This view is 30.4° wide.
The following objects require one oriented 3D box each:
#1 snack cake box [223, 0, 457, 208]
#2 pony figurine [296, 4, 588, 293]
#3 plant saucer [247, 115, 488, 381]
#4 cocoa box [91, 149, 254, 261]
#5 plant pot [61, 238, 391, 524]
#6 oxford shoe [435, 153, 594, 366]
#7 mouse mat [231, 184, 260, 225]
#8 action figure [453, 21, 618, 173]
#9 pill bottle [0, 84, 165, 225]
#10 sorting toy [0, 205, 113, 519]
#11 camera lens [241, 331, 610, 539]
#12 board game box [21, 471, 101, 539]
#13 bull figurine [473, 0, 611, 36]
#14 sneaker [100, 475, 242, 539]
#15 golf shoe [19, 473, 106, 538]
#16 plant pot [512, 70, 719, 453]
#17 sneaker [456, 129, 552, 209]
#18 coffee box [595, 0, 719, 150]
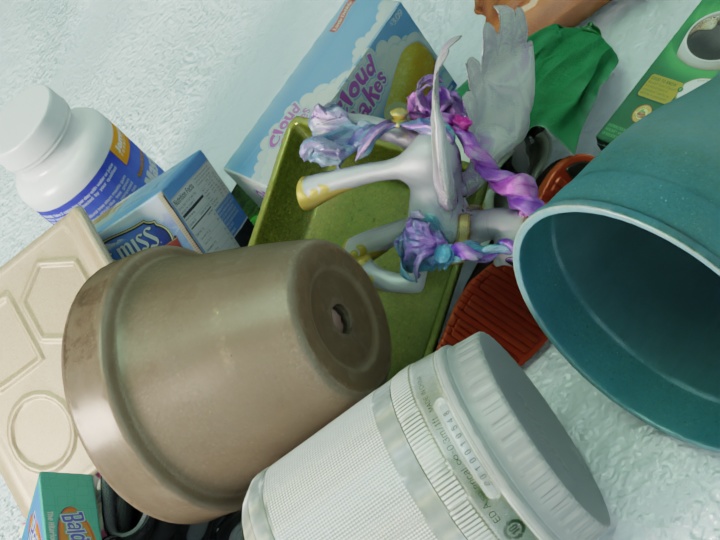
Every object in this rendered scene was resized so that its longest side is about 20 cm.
[{"bbox_3d":[-0.014,-0.126,1.153,0.067,0.115,0.201,22,73,43],"label":"snack cake box"},{"bbox_3d":[0.054,-0.070,0.907,0.198,0.196,0.166,1,21,32],"label":"pony figurine"},{"bbox_3d":[0.000,0.000,1.032,0.198,0.048,0.203,19,91,36],"label":"plant saucer"},{"bbox_3d":[-0.194,0.012,1.157,0.199,0.132,0.134,-31,13,18],"label":"cocoa box"},{"bbox_3d":[-0.078,0.058,0.918,0.173,0.200,0.202,-24,44,32],"label":"plant pot"},{"bbox_3d":[0.117,0.006,0.985,0.201,0.071,0.073,-54,11,-4],"label":"oxford shoe"},{"bbox_3d":[-0.045,-0.122,1.270,0.160,0.008,0.202,4,61,43],"label":"mouse mat"},{"bbox_3d":[0.148,-0.146,1.035,0.117,0.055,0.200,27,43,17],"label":"action figure"},{"bbox_3d":[-0.258,-0.085,1.273,0.111,0.200,0.113,-23,44,25],"label":"pill bottle"},{"bbox_3d":[-0.246,0.076,1.077,0.199,0.036,0.186,-36,79,22],"label":"sorting toy"},{"bbox_3d":[0.036,0.155,0.838,0.199,0.160,0.161,-36,40,12],"label":"camera lens"},{"bbox_3d":[-0.233,0.276,0.988,0.153,0.044,0.202,-113,37,-49],"label":"board game box"},{"bbox_3d":[0.185,-0.251,1.128,0.199,0.065,0.122,-31,33,8],"label":"bull figurine"},{"bbox_3d":[-0.129,0.153,1.024,0.075,0.114,0.202,4,60,43],"label":"sneaker"},{"bbox_3d":[-0.223,0.171,1.129,0.091,0.075,0.201,20,71,52],"label":"golf shoe"},{"bbox_3d":[0.225,-0.026,0.810,0.199,0.201,0.188,15,55,47],"label":"plant pot"},{"bbox_3d":[0.063,-0.061,1.068,0.200,0.074,0.116,-44,36,1],"label":"sneaker"},{"bbox_3d":[0.278,-0.145,0.969,0.201,0.044,0.123,-52,40,-7],"label":"coffee box"}]
